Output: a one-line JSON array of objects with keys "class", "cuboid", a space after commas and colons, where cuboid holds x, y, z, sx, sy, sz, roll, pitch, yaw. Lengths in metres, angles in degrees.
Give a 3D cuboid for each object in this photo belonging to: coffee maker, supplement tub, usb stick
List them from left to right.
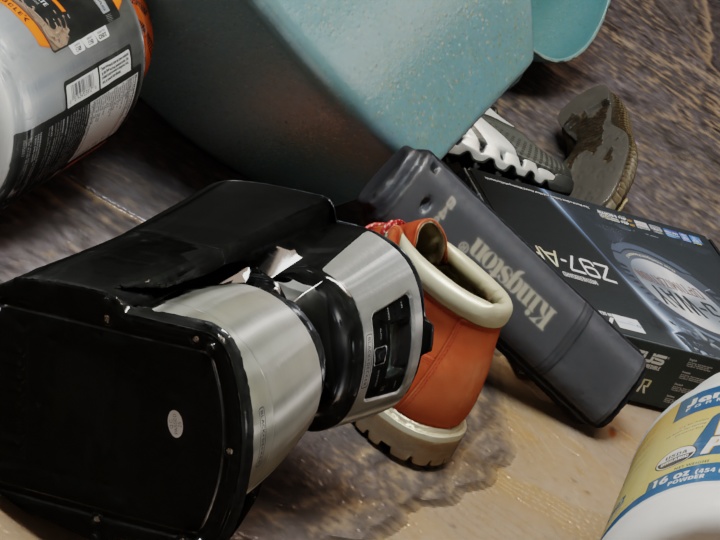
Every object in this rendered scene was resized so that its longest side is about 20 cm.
[{"class": "supplement tub", "cuboid": [-0.189, -0.102, 1.313, 0.122, 0.123, 0.200, 32, 25, 6]}, {"class": "coffee maker", "cuboid": [-0.089, 0.028, 1.165, 0.192, 0.135, 0.200, 35, 25, 13]}, {"class": "usb stick", "cuboid": [0.081, 0.011, 1.403, 0.200, 0.055, 0.033, 43, -1, -21]}, {"class": "supplement tub", "cuboid": [0.192, 0.137, 1.245, 0.144, 0.145, 0.200, 31, 25, 3]}]

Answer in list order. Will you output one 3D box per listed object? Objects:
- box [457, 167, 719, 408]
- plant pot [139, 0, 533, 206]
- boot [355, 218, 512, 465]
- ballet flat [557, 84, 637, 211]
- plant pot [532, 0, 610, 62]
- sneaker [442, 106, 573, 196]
[{"class": "box", "cuboid": [0.159, 0.019, 1.549, 0.199, 0.044, 0.160, 15, 28, -29]}, {"class": "plant pot", "cuboid": [-0.017, -0.151, 1.459, 0.196, 0.196, 0.200, -46, 105, -28]}, {"class": "boot", "cuboid": [0.000, 0.000, 1.345, 0.200, 0.108, 0.075, 41, 30, 28]}, {"class": "ballet flat", "cuboid": [0.163, -0.069, 1.711, 0.046, 0.067, 0.200, 55, 15, -18]}, {"class": "plant pot", "cuboid": [0.085, -0.251, 1.839, 0.134, 0.201, 0.200, 2, 10, 32]}, {"class": "sneaker", "cuboid": [0.051, -0.103, 1.598, 0.199, 0.066, 0.091, 20, 68, -17]}]
